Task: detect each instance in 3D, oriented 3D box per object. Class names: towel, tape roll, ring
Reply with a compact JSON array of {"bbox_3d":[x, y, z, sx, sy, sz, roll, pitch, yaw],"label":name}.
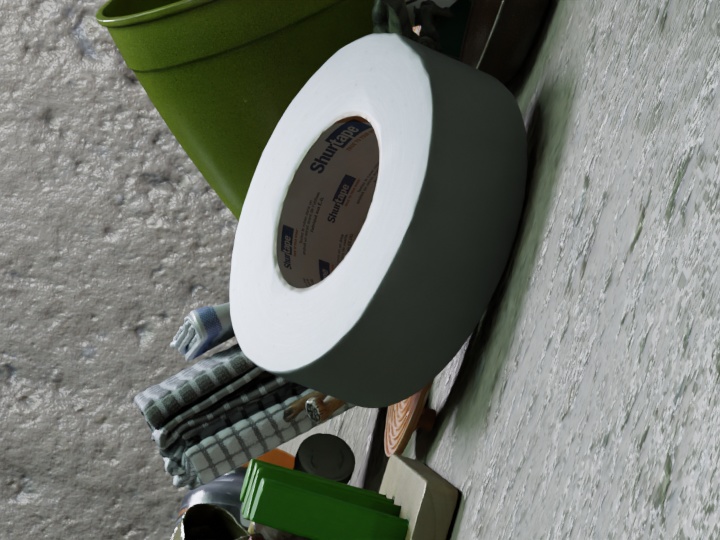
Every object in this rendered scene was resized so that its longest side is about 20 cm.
[{"bbox_3d":[-0.068,0.077,1.790,0.086,0.165,0.200,62,173,2],"label":"towel"},{"bbox_3d":[0.007,-0.028,1.478,0.200,0.066,0.201,-39,41,44],"label":"tape roll"},{"bbox_3d":[0.050,0.015,1.563,0.200,0.019,0.201,-164,90,-85],"label":"ring"},{"bbox_3d":[-0.035,0.001,1.804,0.024,0.200,0.147,61,169,3],"label":"towel"}]

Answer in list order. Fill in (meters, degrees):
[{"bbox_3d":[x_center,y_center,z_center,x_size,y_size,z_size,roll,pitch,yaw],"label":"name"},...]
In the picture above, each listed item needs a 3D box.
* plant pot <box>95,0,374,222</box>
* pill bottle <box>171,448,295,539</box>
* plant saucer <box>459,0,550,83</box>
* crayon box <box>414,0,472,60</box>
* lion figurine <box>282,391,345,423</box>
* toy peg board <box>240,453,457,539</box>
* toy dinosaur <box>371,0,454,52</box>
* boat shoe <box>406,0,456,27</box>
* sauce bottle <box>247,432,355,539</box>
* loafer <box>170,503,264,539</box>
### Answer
[{"bbox_3d":[-0.042,-0.117,1.738,0.200,0.200,0.193,-90,-23,-74],"label":"plant pot"},{"bbox_3d":[-0.099,0.235,2.061,0.106,0.106,0.200,117,168,-67],"label":"pill bottle"},{"bbox_3d":[0.101,-0.196,1.612,0.200,0.032,0.200,-165,90,-85],"label":"plant saucer"},{"bbox_3d":[0.059,-0.159,1.874,0.200,0.051,0.127,-79,6,-50],"label":"crayon box"},{"bbox_3d":[0.000,0.000,1.651,0.122,0.072,0.200,-34,-30,-36],"label":"lion figurine"},{"bbox_3d":[-0.031,0.192,1.430,0.200,0.098,0.199,-176,103,-86],"label":"toy peg board"},{"bbox_3d":[0.027,-0.143,1.637,0.200,0.047,0.088,66,-160,-50],"label":"toy dinosaur"},{"bbox_3d":[0.050,-0.249,1.820,0.071,0.064,0.200,-12,42,34],"label":"boat shoe"},{"bbox_3d":[-0.046,0.185,1.863,0.200,0.065,0.065,115,171,-50],"label":"sauce bottle"},{"bbox_3d":[-0.087,0.217,1.798,0.200,0.076,0.068,33,131,58],"label":"loafer"}]
